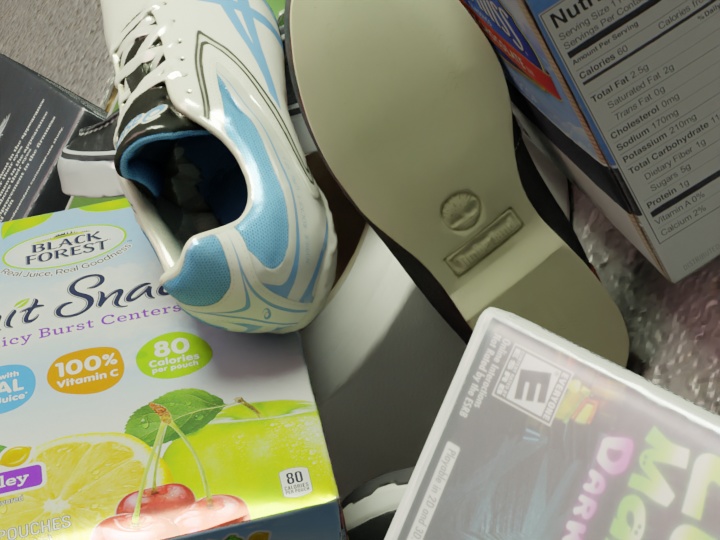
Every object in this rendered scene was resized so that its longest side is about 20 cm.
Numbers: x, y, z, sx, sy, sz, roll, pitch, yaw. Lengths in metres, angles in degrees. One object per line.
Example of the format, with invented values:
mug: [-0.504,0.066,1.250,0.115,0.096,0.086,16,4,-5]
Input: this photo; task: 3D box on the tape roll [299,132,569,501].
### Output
tape roll: [0.000,0.000,0.801,0.202,0.071,0.203,-38,36,35]

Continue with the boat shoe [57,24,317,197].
boat shoe: [-0.060,-0.076,0.772,0.199,0.072,0.068,-9,100,42]

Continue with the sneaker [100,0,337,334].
sneaker: [-0.065,-0.062,0.681,0.072,0.072,0.201,-43,49,23]

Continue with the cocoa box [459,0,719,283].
cocoa box: [0.098,-0.119,0.649,0.133,0.132,0.200,-34,33,1]

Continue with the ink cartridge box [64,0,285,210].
ink cartridge box: [-0.068,-0.086,0.889,0.104,0.059,0.200,-36,-16,-47]

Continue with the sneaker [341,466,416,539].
sneaker: [0.050,0.112,0.627,0.200,0.071,0.083,-26,46,46]

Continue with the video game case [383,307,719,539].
video game case: [0.067,0.135,0.552,0.181,0.023,0.201,27,96,41]

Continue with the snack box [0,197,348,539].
snack box: [-0.101,0.056,0.680,0.167,0.068,0.200,-12,37,-5]

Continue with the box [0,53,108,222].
box: [-0.185,-0.030,1.078,0.149,0.104,0.200,-60,29,3]

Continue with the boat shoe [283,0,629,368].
boat shoe: [0.033,-0.036,0.662,0.071,0.200,0.063,-34,23,3]
